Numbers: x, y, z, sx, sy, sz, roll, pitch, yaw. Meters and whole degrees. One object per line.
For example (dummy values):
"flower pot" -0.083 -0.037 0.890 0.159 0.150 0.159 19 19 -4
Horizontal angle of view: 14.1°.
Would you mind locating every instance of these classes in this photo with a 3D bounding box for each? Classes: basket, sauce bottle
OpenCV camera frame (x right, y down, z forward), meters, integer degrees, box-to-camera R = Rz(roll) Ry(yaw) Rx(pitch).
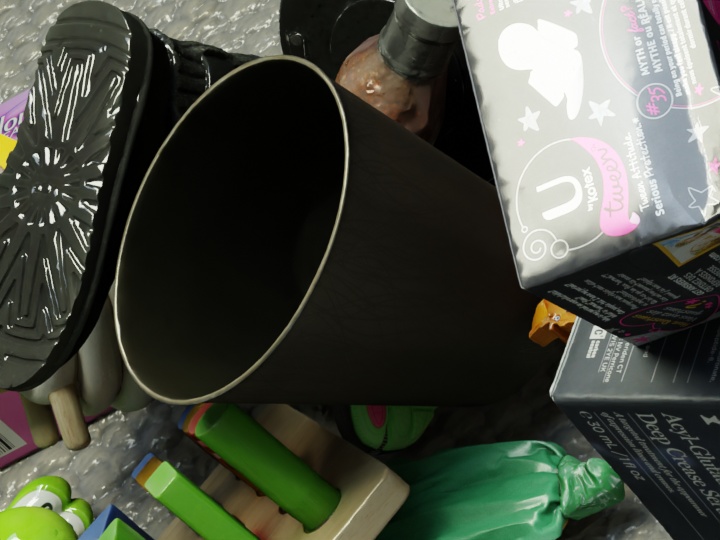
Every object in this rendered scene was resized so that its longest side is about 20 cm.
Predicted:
"basket" 0.000 0.000 1.470 0.136 0.200 0.180 38 104 41
"sauce bottle" 0.010 -0.077 1.538 0.200 0.066 0.066 120 160 -48

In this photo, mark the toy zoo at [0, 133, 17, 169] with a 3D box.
"toy zoo" -0.242 -0.008 1.724 0.200 0.020 0.131 -45 41 -5

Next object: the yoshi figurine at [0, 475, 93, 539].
"yoshi figurine" -0.226 0.196 1.625 0.200 0.112 0.112 -47 49 -9

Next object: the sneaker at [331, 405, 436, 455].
"sneaker" -0.015 0.044 1.626 0.084 0.077 0.200 -48 34 17

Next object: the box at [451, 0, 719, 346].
"box" 0.123 -0.084 1.304 0.115 0.132 0.200 -20 68 23

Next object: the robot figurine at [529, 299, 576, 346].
"robot figurine" 0.144 -0.039 1.517 0.058 0.145 0.200 -11 56 36

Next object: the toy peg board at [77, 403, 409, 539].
"toy peg board" -0.101 0.142 1.517 0.200 0.098 0.199 -50 20 -6

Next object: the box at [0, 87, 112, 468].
"box" -0.224 0.010 1.784 0.176 0.097 0.200 -28 43 15

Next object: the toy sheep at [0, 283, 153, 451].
"toy sheep" -0.137 0.019 1.604 0.200 0.138 0.138 -21 33 -27

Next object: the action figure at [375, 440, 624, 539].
"action figure" 0.046 0.133 1.501 0.200 0.055 0.118 -20 44 29

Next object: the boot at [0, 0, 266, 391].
"boot" -0.114 -0.027 1.513 0.079 0.158 0.211 21 89 35

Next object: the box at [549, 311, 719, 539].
"box" 0.218 0.057 1.365 0.200 0.148 0.107 -2 55 37

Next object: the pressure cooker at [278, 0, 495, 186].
"pressure cooker" 0.075 -0.154 1.623 0.179 0.176 0.200 -3 30 41
